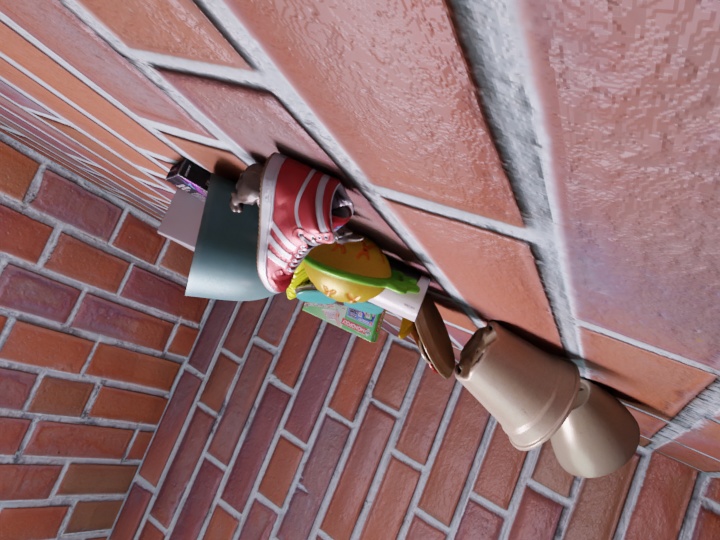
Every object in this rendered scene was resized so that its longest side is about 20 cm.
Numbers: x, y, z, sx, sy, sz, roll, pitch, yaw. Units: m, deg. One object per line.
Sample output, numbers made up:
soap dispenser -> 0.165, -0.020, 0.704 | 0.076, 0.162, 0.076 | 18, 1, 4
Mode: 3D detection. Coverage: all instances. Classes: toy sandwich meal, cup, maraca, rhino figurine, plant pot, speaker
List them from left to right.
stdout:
plant pot -> -0.200, -0.041, 0.939 | 0.156, 0.208, 0.200 | 14, 176, -18
rhino figurine -> -0.084, -0.082, 0.757 | 0.195, 0.061, 0.088 | 25, 153, -7
maraca -> 0.000, 0.000, 0.877 | 0.193, 0.111, 0.138 | 15, -165, -2
speaker -> 0.022, 0.015, 0.976 | 0.194, 0.084, 0.081 | 24, 172, 8
toy sandwich meal -> 0.126, 0.127, 1.107 | 0.069, 0.211, 0.204 | -24, 151, 18
plant pot -> 0.291, 0.206, 1.074 | 0.181, 0.203, 0.200 | 37, 171, -5
cup -> 0.500, 0.332, 1.236 | 0.145, 0.200, 0.199 | 53, 163, -17

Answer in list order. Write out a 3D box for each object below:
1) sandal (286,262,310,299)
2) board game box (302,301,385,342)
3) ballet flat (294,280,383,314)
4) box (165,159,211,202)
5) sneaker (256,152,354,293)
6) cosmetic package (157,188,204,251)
sandal -> -0.127, -0.012, 1.065 | 0.089, 0.078, 0.200 | 59, 155, 9
board game box -> -0.029, 0.054, 1.196 | 0.195, 0.139, 0.029 | 21, -175, 32
ballet flat -> -0.040, 0.037, 1.092 | 0.194, 0.075, 0.072 | 13, 178, -25
box -> -0.270, -0.143, 1.063 | 0.196, 0.037, 0.142 | 29, 171, -29
sneaker -> -0.069, -0.039, 0.692 | 0.109, 0.072, 0.205 | 18, 132, 11
cosmetic package -> -0.349, -0.087, 1.345 | 0.195, 0.127, 0.199 | 19, 172, 38
